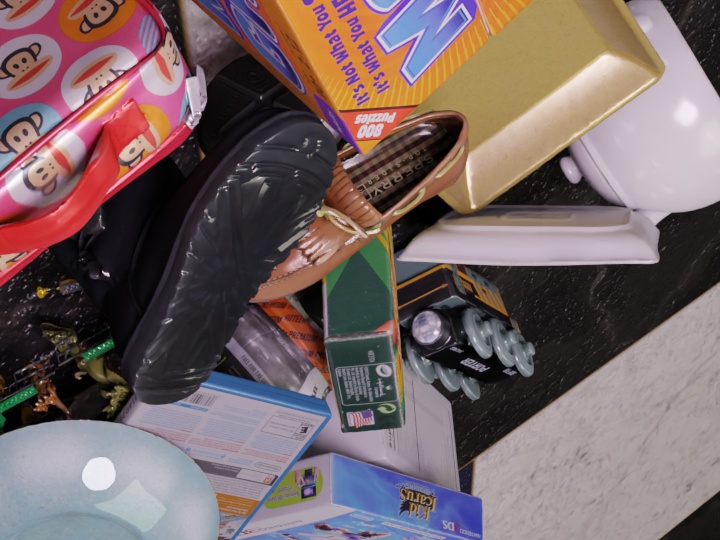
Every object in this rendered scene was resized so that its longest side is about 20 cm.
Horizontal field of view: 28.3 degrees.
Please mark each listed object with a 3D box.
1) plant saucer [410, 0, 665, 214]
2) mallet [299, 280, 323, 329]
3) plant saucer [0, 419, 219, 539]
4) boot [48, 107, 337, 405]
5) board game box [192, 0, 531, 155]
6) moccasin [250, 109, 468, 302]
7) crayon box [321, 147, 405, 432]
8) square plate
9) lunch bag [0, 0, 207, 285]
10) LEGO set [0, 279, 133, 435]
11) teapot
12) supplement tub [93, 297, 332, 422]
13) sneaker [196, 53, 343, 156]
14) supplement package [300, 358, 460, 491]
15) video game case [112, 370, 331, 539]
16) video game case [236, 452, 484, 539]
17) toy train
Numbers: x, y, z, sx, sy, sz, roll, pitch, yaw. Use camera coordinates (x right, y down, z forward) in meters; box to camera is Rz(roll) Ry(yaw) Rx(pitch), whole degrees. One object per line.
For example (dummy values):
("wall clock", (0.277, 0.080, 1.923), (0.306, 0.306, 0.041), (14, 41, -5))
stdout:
("plant saucer", (0.110, -0.147, 1.066), (0.199, 0.049, 0.200), (-35, 148, 13))
("mallet", (-0.007, 0.058, 1.257), (0.066, 0.041, 0.201), (-39, 152, -15))
("plant saucer", (-0.192, 0.188, 0.960), (0.198, 0.039, 0.203), (-6, 127, -8))
("boot", (-0.113, -0.049, 0.814), (0.076, 0.169, 0.201), (3, 129, -44))
("board game box", (-0.015, -0.232, 0.761), (0.200, 0.200, 0.200), (-43, 148, -6))
("moccasin", (-0.010, -0.046, 0.957), (0.200, 0.074, 0.078), (-26, 165, -15))
("crayon box", (0.000, 0.000, 1.052), (0.050, 0.202, 0.128), (-6, 144, 3))
("square plate", (0.141, -0.031, 1.153), (0.198, 0.197, 0.029), (-37, 128, -75))
("lunch bag", (-0.186, -0.078, 0.750), (0.199, 0.176, 0.082), (-39, 144, -9))
("LEGO set", (-0.194, 0.063, 0.991), (0.199, 0.116, 0.154), (-35, 131, 6))
("teapot", (0.233, -0.126, 1.218), (0.145, 0.201, 0.197), (-31, 179, 15))
("supplement tub", (-0.113, 0.112, 1.103), (0.200, 0.123, 0.123), (-42, 148, -7))
("sneaker", (-0.045, -0.094, 0.958), (0.201, 0.075, 0.116), (-47, 158, -46))
("supplement package", (0.004, 0.148, 1.259), (0.108, 0.115, 0.200), (-13, 153, 18))
("video game case", (-0.129, 0.150, 0.997), (0.142, 0.018, 0.201), (17, 121, -37))
("video game case", (-0.026, 0.209, 1.195), (0.180, 0.046, 0.199), (-19, 151, 37))
("toy train", (0.090, 0.045, 1.280), (0.085, 0.115, 0.200), (-25, 158, 20))
